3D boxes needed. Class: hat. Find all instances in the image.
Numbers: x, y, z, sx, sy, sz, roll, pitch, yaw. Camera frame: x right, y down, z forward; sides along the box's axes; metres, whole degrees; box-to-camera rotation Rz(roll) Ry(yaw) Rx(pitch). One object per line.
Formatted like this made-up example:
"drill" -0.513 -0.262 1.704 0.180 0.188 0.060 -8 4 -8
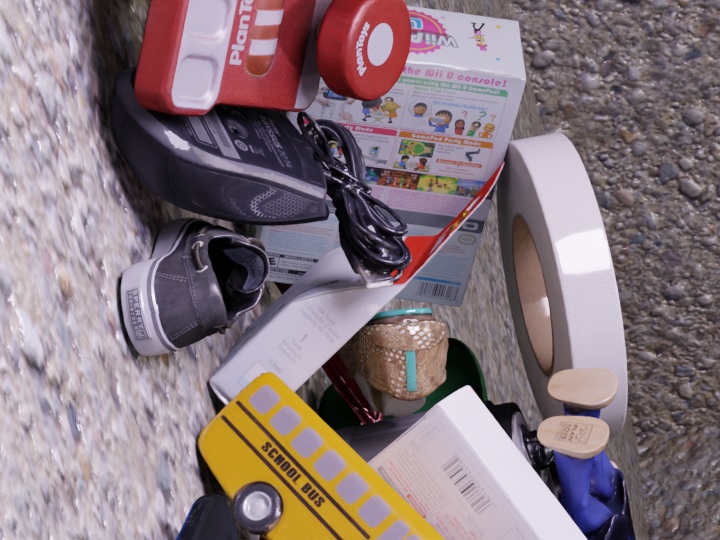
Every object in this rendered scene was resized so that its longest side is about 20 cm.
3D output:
"hat" -0.020 0.112 1.939 0.166 0.176 0.200 143 -49 -60

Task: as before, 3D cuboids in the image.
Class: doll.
"doll" 0.143 0.159 1.679 0.137 0.048 0.200 -72 156 -44

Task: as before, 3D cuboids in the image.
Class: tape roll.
"tape roll" 0.128 0.013 1.774 0.203 0.037 0.203 170 -90 -83

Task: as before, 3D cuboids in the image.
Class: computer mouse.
"computer mouse" -0.070 -0.055 1.597 0.200 0.053 0.139 21 31 -36

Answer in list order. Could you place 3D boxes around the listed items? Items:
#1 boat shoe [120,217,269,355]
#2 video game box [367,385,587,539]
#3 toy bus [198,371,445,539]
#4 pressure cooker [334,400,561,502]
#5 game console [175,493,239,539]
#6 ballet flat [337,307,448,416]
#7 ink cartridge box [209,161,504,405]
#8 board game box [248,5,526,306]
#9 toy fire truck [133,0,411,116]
"boat shoe" -0.085 0.004 1.582 0.200 0.066 0.070 -34 111 -79
"video game box" 0.060 0.198 1.643 0.200 0.182 0.047 53 34 6
"toy bus" -0.009 0.154 1.583 0.200 0.078 0.065 43 -7 27
"pressure cooker" 0.058 0.176 1.789 0.179 0.200 0.176 65 15 -54
"game console" -0.028 0.235 1.451 0.171 0.118 0.200 -66 144 -59
"ballet flat" 0.019 0.062 1.779 0.200 0.070 0.065 107 -21 -86
"ink cartridge box" 0.000 0.000 1.711 0.047 0.200 0.160 44 13 -2
"board game box" 0.014 -0.077 1.797 0.064 0.147 0.200 -91 -168 -47
"toy fire truck" -0.051 -0.183 1.553 0.168 0.112 0.200 -1 106 -56
